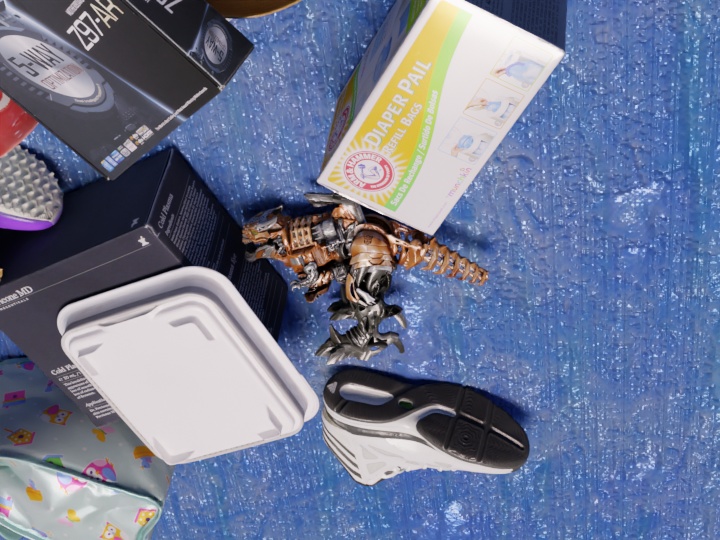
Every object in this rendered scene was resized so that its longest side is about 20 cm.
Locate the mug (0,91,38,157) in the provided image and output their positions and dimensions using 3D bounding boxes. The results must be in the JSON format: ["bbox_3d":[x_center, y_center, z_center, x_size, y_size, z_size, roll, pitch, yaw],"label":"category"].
[{"bbox_3d":[-0.332,-0.175,1.087,0.177,0.133,0.200,15,142,50],"label":"mug"}]

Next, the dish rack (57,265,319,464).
[{"bbox_3d":[-0.148,0.093,1.230,0.171,0.044,0.200,-16,128,23],"label":"dish rack"}]

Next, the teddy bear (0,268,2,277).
[{"bbox_3d":[-0.400,-0.003,1.209,0.200,0.067,0.145,9,105,18],"label":"teddy bear"}]

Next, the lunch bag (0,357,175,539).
[{"bbox_3d":[-0.276,0.172,1.376,0.200,0.170,0.122,18,125,-7],"label":"lunch bag"}]

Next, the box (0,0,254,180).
[{"bbox_3d":[-0.183,-0.156,0.992,0.160,0.044,0.200,41,148,-16],"label":"box"}]

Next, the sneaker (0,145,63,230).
[{"bbox_3d":[-0.352,-0.065,1.249,0.200,0.070,0.100,16,140,0],"label":"sneaker"}]

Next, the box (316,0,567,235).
[{"bbox_3d":[0.059,-0.141,1.075,0.101,0.113,0.200,24,133,-12],"label":"box"}]

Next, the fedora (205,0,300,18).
[{"bbox_3d":[-0.082,-0.267,0.936,0.200,0.082,0.201,0,90,-7],"label":"fedora"}]

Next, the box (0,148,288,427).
[{"bbox_3d":[-0.198,0.020,1.269,0.200,0.104,0.182,-20,128,25],"label":"box"}]

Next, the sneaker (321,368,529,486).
[{"bbox_3d":[0.058,0.164,1.393,0.200,0.076,0.115,17,142,5],"label":"sneaker"}]

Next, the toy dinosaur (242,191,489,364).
[{"bbox_3d":[0.000,0.000,1.233,0.200,0.102,0.136,15,119,25],"label":"toy dinosaur"}]
